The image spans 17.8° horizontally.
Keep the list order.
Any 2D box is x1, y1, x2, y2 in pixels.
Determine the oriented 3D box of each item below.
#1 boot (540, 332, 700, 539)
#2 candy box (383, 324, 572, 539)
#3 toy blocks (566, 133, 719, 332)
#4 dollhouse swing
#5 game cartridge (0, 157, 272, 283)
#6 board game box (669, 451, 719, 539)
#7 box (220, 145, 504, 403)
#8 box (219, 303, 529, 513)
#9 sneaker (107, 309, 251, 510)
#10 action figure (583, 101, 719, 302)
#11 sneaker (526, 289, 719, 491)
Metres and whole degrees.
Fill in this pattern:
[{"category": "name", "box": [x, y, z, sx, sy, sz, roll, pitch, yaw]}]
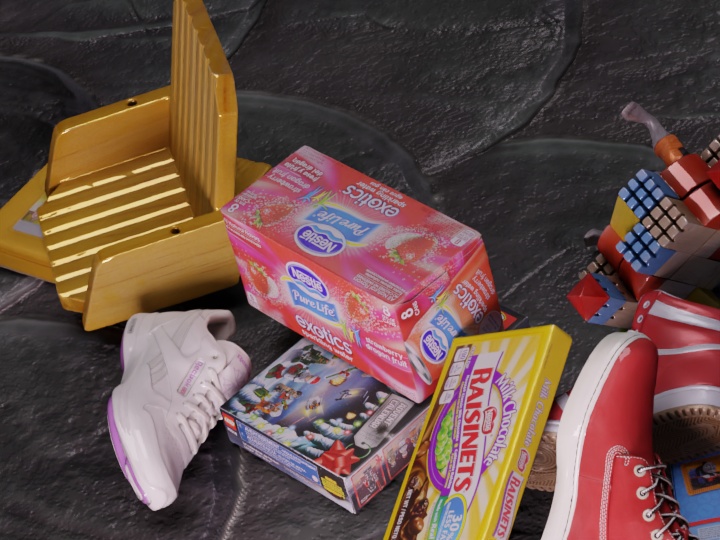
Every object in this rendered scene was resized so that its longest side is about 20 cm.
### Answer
[{"category": "boot", "box": [0.193, 0.147, 1.458, 0.144, 0.200, 0.072, 18, 12, 40]}, {"category": "candy box", "box": [0.074, 0.131, 1.562, 0.102, 0.026, 0.200, -8, 52, 45]}, {"category": "toy blocks", "box": [0.221, -0.028, 1.610, 0.200, 0.137, 0.100, -47, 63, 19]}, {"category": "dollhouse swing", "box": [-0.183, -0.097, 1.835, 0.182, 0.176, 0.200, -18, 41, -5]}, {"category": "game cartridge", "box": [-0.199, -0.050, 1.940, 0.200, 0.032, 0.176, 14, 48, 32]}, {"category": "board game box", "box": [0.285, 0.131, 1.553, 0.151, 0.037, 0.200, -10, 40, 9]}, {"category": "box", "box": [0.000, 0.000, 1.695, 0.095, 0.100, 0.200, -37, 44, -25]}, {"category": "box", "box": [0.013, 0.081, 1.705, 0.137, 0.040, 0.200, 26, 54, 38]}, {"category": "sneaker", "box": [-0.133, 0.093, 1.711, 0.099, 0.075, 0.200, -11, 39, 8]}, {"category": "action figure", "box": [0.280, -0.062, 1.721, 0.193, 0.105, 0.200, 27, 98, 32]}, {"category": "sneaker", "box": [0.174, 0.082, 1.588, 0.200, 0.071, 0.113, -15, 46, 31]}]
